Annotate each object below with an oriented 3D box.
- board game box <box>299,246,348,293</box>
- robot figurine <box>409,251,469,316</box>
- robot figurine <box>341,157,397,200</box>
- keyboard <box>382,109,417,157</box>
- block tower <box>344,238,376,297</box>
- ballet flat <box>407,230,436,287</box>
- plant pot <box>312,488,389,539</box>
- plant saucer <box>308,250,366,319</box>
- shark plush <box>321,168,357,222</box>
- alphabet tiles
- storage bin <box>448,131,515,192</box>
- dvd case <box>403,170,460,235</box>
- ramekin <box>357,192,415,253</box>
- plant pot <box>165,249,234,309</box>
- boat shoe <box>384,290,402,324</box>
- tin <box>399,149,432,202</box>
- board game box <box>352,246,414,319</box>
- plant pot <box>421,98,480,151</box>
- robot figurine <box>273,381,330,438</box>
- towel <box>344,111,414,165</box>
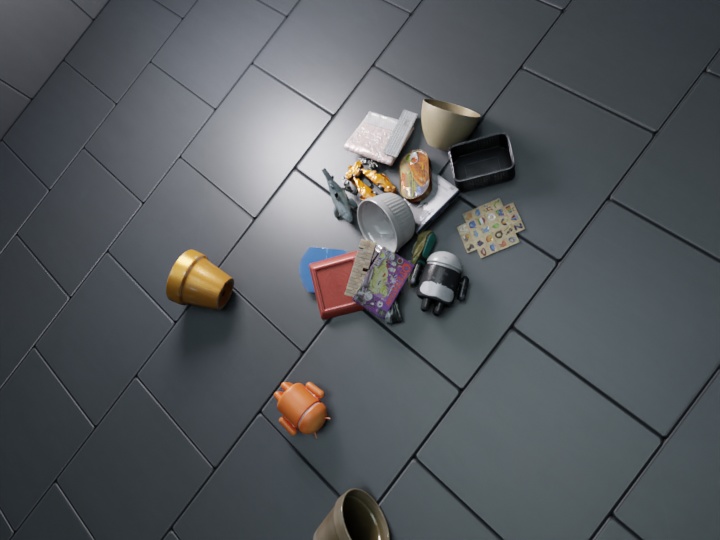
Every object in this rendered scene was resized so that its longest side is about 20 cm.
[{"bbox_3d":[-0.116,0.002,1.782,0.198,0.039,0.160,6,92,15],"label":"board game box"},{"bbox_3d":[0.250,0.040,1.612,0.124,0.149,0.202,5,75,57],"label":"robot figurine"},{"bbox_3d":[0.027,-0.310,1.811,0.145,0.058,0.200,-47,68,1],"label":"robot figurine"},{"bbox_3d":[0.141,-0.487,1.798,0.056,0.011,0.201,19,70,18],"label":"keyboard"},{"bbox_3d":[0.000,0.000,1.670,0.057,0.054,0.202,15,89,5],"label":"block tower"},{"bbox_3d":[0.191,-0.040,1.687,0.070,0.071,0.202,19,83,22],"label":"ballet flat"},{"bbox_3d":[-0.041,0.778,1.487,0.173,0.199,0.201,-43,66,21],"label":"plant pot"},{"bbox_3d":[-0.070,0.051,1.731,0.198,0.037,0.202,-15,87,13],"label":"plant saucer"},{"bbox_3d":[-0.072,-0.267,1.782,0.090,0.083,0.202,-14,105,7],"label":"shark plush"},{"bbox_3d":[0.425,-0.139,1.663,0.198,0.006,0.168,-23,70,11],"label":"alphabet tiles"},{"bbox_3d":[0.402,-0.357,1.682,0.198,0.094,0.137,-12,72,14],"label":"storage bin"},{"bbox_3d":[0.221,-0.232,1.721,0.200,0.025,0.150,-44,49,2],"label":"dvd case"},{"bbox_3d":[0.091,-0.160,1.679,0.105,0.201,0.200,-30,64,-28],"label":"ramekin"},{"bbox_3d":[-0.571,0.051,1.850,0.182,0.200,0.202,22,83,7],"label":"plant pot"},{"bbox_3d":[0.103,0.073,1.676,0.067,0.074,0.202,-9,75,9],"label":"boat shoe"},{"bbox_3d":[0.189,-0.325,1.751,0.111,0.042,0.202,-10,62,22],"label":"tin"},{"bbox_3d":[0.073,0.039,1.628,0.119,0.032,0.201,30,90,-5],"label":"board game box"},{"bbox_3d":[0.289,-0.484,1.718,0.199,0.200,0.136,27,119,22],"label":"plant pot"},{"bbox_3d":[-0.191,0.449,1.650,0.199,0.117,0.143,36,49,23],"label":"robot figurine"},{"bbox_3d":[0.069,-0.481,1.834,0.199,0.032,0.192,24,70,23],"label":"towel"}]
